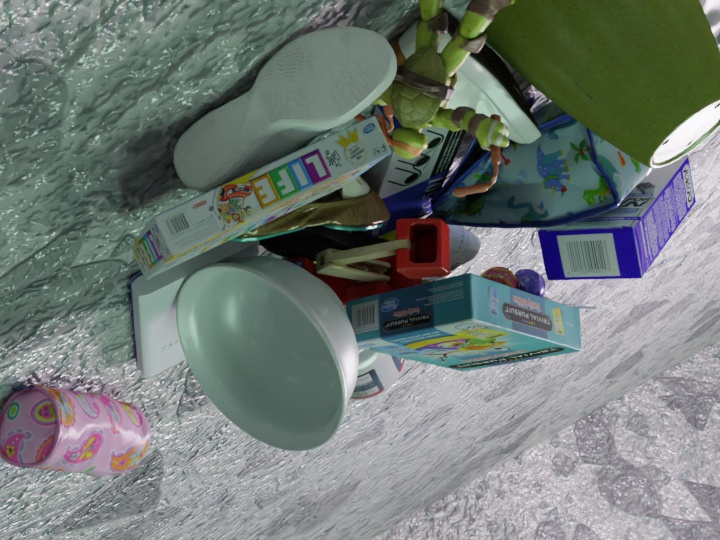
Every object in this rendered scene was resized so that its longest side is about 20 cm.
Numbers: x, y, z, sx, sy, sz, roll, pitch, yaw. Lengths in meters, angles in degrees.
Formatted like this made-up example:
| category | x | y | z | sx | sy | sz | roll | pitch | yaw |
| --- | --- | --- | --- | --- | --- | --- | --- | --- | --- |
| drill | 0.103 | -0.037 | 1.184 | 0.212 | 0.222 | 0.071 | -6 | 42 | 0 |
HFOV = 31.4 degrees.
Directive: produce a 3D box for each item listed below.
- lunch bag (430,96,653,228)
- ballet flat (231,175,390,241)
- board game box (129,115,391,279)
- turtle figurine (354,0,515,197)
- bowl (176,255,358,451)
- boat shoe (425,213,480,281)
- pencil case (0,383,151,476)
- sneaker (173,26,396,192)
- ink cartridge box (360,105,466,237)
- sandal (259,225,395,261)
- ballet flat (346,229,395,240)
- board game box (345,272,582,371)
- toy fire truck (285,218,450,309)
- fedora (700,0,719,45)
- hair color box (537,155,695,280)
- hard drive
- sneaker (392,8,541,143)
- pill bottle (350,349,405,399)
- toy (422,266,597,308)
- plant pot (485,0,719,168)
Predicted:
| category | x | y | z | sx | sy | sz | roll | pitch | yaw |
| --- | --- | --- | --- | --- | --- | --- | --- | --- | --- |
| lunch bag | 0.187 | -0.112 | 1.327 | 0.199 | 0.129 | 0.170 | -20 | -173 | 34 |
| ballet flat | -0.046 | -0.072 | 1.183 | 0.198 | 0.068 | 0.073 | -6 | 115 | -37 |
| board game box | -0.085 | -0.058 | 1.047 | 0.198 | 0.035 | 0.134 | -27 | -179 | -20 |
| turtle figurine | 0.050 | -0.159 | 1.027 | 0.064 | 0.199 | 0.163 | 9 | 106 | -42 |
| bowl | -0.072 | 0.063 | 1.216 | 0.090 | 0.201 | 0.202 | -40 | 170 | -43 |
| boat shoe | 0.076 | -0.012 | 1.426 | 0.069 | 0.072 | 0.200 | 19 | 169 | -14 |
| pencil case | -0.296 | 0.167 | 1.323 | 0.087 | 0.088 | 0.200 | -37 | 160 | 10 |
| sneaker | -0.055 | -0.128 | 1.038 | 0.199 | 0.076 | 0.088 | -28 | 168 | 14 |
| ink cartridge box | 0.045 | -0.107 | 1.275 | 0.093 | 0.044 | 0.201 | -25 | 160 | -22 |
| sandal | -0.026 | -0.036 | 1.292 | 0.199 | 0.046 | 0.075 | 13 | 159 | -41 |
| ballet flat | -0.029 | 0.002 | 1.381 | 0.199 | 0.067 | 0.067 | -34 | 163 | 1 |
| board game box | 0.105 | 0.056 | 1.272 | 0.150 | 0.048 | 0.199 | -14 | 160 | 38 |
| toy fire truck | 0.000 | 0.000 | 1.244 | 0.197 | 0.049 | 0.141 | -5 | 163 | 17 |
| fedora | 0.334 | -0.274 | 1.274 | 0.176 | 0.091 | 0.200 | -32 | 161 | -9 |
| hair color box | 0.280 | -0.059 | 1.382 | 0.108 | 0.066 | 0.200 | -2 | -157 | 32 |
| hard drive | -0.167 | 0.034 | 1.292 | 0.131 | 0.025 | 0.201 | -27 | 160 | -20 |
| sneaker | 0.089 | -0.162 | 1.156 | 0.084 | 0.073 | 0.199 | -34 | 141 | 21 |
| pill bottle | -0.013 | 0.073 | 1.500 | 0.119 | 0.120 | 0.200 | -32 | 161 | -3 |
| toy | 0.139 | 0.019 | 1.361 | 0.197 | 0.048 | 0.115 | -2 | -178 | -10 |
| plant pot | 0.232 | -0.195 | 1.130 | 0.186 | 0.201 | 0.188 | -29 | 161 | -11 |
